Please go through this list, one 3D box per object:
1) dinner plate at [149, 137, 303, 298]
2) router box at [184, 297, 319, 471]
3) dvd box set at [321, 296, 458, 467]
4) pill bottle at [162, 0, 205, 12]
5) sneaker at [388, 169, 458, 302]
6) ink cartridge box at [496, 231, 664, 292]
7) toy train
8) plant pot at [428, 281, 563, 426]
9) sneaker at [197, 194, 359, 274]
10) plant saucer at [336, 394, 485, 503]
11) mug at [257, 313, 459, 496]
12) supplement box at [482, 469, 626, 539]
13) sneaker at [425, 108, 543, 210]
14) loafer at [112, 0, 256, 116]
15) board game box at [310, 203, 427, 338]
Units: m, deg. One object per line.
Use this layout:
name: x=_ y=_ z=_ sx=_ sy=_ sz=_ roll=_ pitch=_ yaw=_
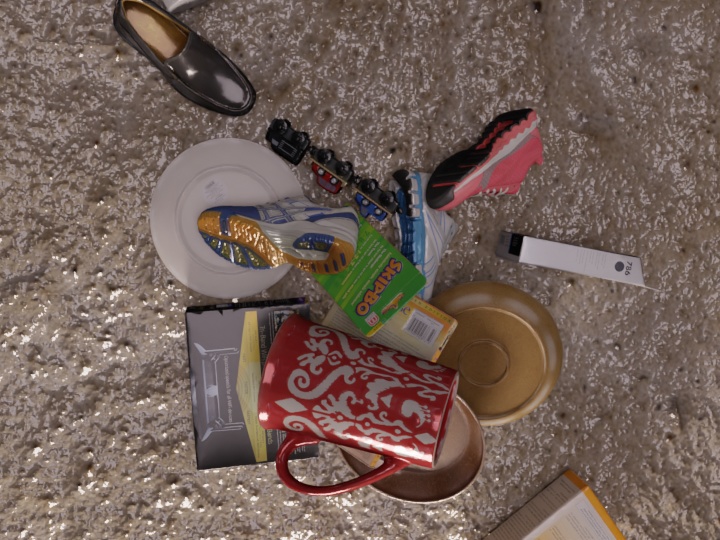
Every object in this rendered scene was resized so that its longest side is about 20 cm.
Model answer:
dinner plate: x=-0.164 y=-0.064 z=1.109 sx=0.197 sy=0.024 sz=0.203 roll=-1 pitch=95 yaw=-8
router box: x=-0.136 y=0.141 z=1.119 sx=0.155 sy=0.052 sz=0.203 roll=-4 pitch=96 yaw=-8
dvd box set: x=0.007 y=0.111 z=1.068 sx=0.145 sy=0.029 sz=0.202 roll=29 pitch=84 yaw=19
pill bottle: x=-0.230 y=-0.408 z=1.017 sx=0.111 sy=0.112 sz=0.202 roll=-27 pitch=100 yaw=-4
sneaker: x=0.087 y=-0.028 z=1.127 sx=0.086 sy=0.075 sz=0.203 roll=-6 pitch=105 yaw=-28
ink cartridge box: x=0.283 y=-0.013 z=1.139 sx=0.197 sy=0.099 sz=0.040 roll=12 pitch=93 yaw=-10
toy train: x=-0.034 y=-0.119 z=1.095 sx=0.199 sy=0.034 sz=0.046 roll=34 pitch=103 yaw=6
plant pot: x=0.154 y=0.112 z=1.105 sx=0.197 sy=0.028 sz=0.203 roll=3 pitch=113 yaw=6
sneaker: x=-0.097 y=-0.051 z=1.080 sx=0.197 sy=0.089 sz=0.076 roll=11 pitch=136 yaw=8
plant saucer: x=0.064 y=0.206 z=1.129 sx=0.197 sy=0.037 sz=0.203 roll=7 pitch=118 yaw=13
mug: x=-0.002 y=0.157 z=0.989 sx=0.197 sy=0.133 sz=0.180 roll=13 pitch=109 yaw=13
supplement box: x=0.250 y=0.385 z=1.190 sx=0.199 sy=0.074 sz=0.127 roll=-37 pitch=100 yaw=-3
sneaker: x=0.166 y=-0.120 z=1.104 sx=0.200 sy=0.073 sz=0.087 roll=-40 pitch=115 yaw=-25
loafer: x=-0.211 y=-0.254 z=1.056 sx=0.199 sy=0.072 sz=0.073 roll=33 pitch=90 yaw=-11
board game box: x=0.000 y=0.000 z=1.059 sx=0.095 sy=0.200 sz=0.030 roll=-43 pitch=130 yaw=-1
